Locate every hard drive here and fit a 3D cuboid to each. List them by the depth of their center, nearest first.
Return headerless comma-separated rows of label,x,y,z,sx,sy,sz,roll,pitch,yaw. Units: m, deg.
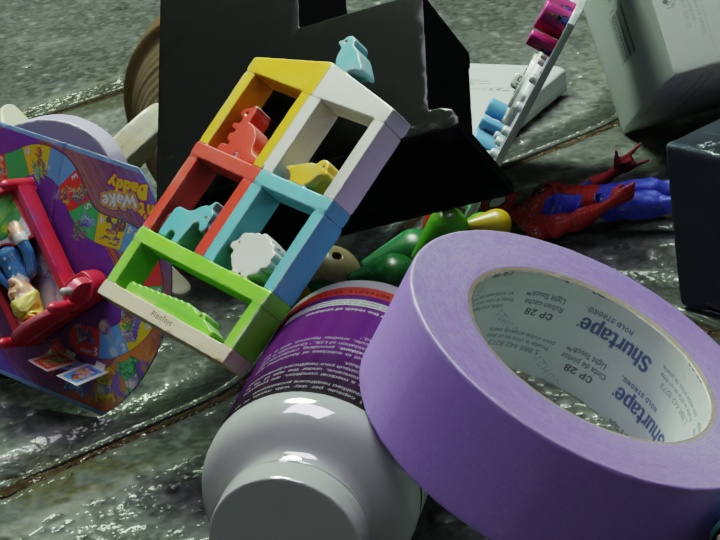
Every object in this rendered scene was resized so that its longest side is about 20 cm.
hard drive,0.068,-0.125,1.641,0.132,0.027,0.200,6,26,30

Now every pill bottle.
pill bottle,-0.015,0.092,1.047,0.112,0.113,0.200,-2,23,15

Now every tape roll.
tape roll,0.102,0.064,1.006,0.200,0.066,0.200,21,27,-12

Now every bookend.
bookend,-0.019,-0.130,1.249,0.198,0.092,0.200,-14,61,21

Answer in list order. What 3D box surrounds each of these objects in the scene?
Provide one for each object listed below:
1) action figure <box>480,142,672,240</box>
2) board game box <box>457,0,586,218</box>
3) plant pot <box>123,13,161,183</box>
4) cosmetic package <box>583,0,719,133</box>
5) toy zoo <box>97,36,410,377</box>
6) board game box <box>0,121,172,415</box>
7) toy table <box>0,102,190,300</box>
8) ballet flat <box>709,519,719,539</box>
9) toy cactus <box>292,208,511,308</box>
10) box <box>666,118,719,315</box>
action figure,0.183,-0.051,1.403,0.200,0.052,0.065,-6,26,12
board game box,0.115,-0.135,1.429,0.026,0.200,0.200,28,30,1
plant pot,-0.082,-0.090,1.412,0.201,0.201,0.093,0,40,21
cosmetic package,0.290,-0.200,1.503,0.200,0.123,0.199,-17,-6,-5
toy zoo,-0.054,-0.047,1.139,0.131,0.020,0.200,24,78,46
board game box,-0.208,-0.002,1.247,0.200,0.158,0.039,19,14,28
toy table,-0.208,-0.031,1.350,0.200,0.184,0.117,-35,0,27
ballet flat,0.257,0.118,0.970,0.200,0.072,0.072,-22,26,-24
toy cactus,0.000,0.000,1.306,0.165,0.102,0.200,0,32,45
box,0.329,-0.041,1.234,0.200,0.118,0.197,-26,28,-33
